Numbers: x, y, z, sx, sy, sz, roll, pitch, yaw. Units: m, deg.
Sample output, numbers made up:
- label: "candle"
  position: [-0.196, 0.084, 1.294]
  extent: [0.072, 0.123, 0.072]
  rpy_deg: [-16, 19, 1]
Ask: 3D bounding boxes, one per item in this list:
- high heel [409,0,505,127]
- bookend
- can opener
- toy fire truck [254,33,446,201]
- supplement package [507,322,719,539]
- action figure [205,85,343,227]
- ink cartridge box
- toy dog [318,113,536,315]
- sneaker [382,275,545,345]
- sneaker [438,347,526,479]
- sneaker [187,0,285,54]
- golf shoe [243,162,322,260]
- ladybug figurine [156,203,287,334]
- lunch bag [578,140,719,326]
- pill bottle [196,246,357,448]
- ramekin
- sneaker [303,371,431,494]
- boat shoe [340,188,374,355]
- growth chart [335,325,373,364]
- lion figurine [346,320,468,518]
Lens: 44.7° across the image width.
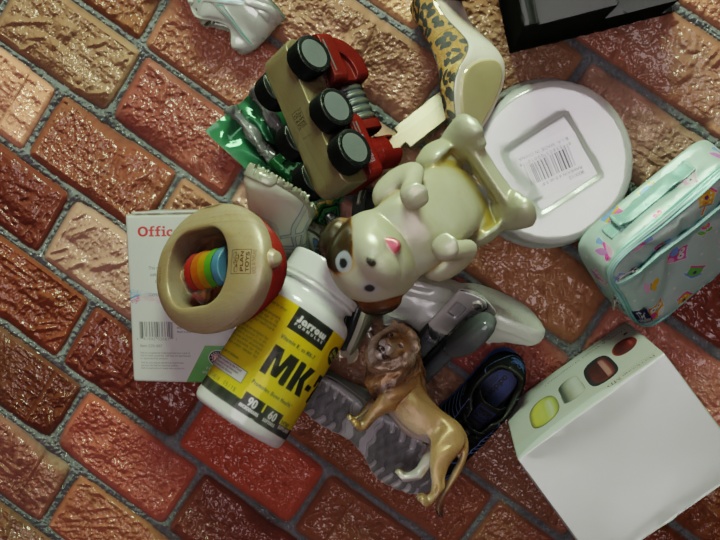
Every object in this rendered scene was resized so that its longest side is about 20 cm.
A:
- label: "high heel"
  position: [0.097, -0.236, 1.001]
  extent: [0.071, 0.142, 0.204]
  rpy_deg: [5, 94, -33]
- label: "bookend"
  position: [0.252, -0.314, 0.937]
  extent: [0.196, 0.200, 0.094]
  rpy_deg: [-12, 95, 8]
- label: "can opener"
  position: [0.087, 0.091, 1.019]
  extent: [0.052, 0.067, 0.200]
  rpy_deg: [32, 135, -7]
- label: "toy fire truck"
  position: [0.006, -0.192, 1.027]
  extent: [0.128, 0.199, 0.178]
  rpy_deg: [-31, 81, 45]
- label: "supplement package"
  position: [0.283, 0.184, 0.983]
  extent: [0.190, 0.200, 0.148]
  rpy_deg: [-37, 91, 8]
- label: "action figure"
  position: [-0.084, -0.128, 1.066]
  extent: [0.118, 0.055, 0.201]
  rpy_deg: [-38, 95, 5]
- label: "ink cartridge box"
  position: [-0.199, 0.027, 1.061]
  extent: [0.143, 0.087, 0.204]
  rpy_deg: [-1, 98, 10]
- label: "toy dog"
  position: [0.049, -0.049, 0.930]
  extent: [0.199, 0.193, 0.141]
  rpy_deg: [-38, 105, -23]
- label: "sneaker"
  position: [0.121, 0.064, 1.062]
  extent: [0.197, 0.075, 0.090]
  rpy_deg: [19, 110, 10]
- label: "sneaker"
  position: [0.130, 0.181, 1.060]
  extent: [0.070, 0.078, 0.201]
  rpy_deg: [34, 98, 0]
- label: "sneaker"
  position: [-0.186, -0.343, 1.045]
  extent: [0.200, 0.070, 0.080]
  rpy_deg: [43, 101, 0]
- label: "golf shoe"
  position: [-0.098, -0.041, 0.997]
  extent: [0.078, 0.201, 0.098]
  rpy_deg: [25, 71, 22]
- label: "ladybug figurine"
  position: [-0.144, 0.000, 0.938]
  extent: [0.198, 0.071, 0.138]
  rpy_deg: [-4, 80, 46]
- label: "lunch bag"
  position: [0.344, -0.037, 0.974]
  extent: [0.200, 0.160, 0.077]
  rpy_deg: [-41, 48, 5]
- label: "pill bottle"
  position: [-0.085, 0.083, 0.977]
  extent: [0.113, 0.114, 0.202]
  rpy_deg: [31, 81, 2]
- label: "ramekin"
  position: [0.217, -0.124, 1.011]
  extent: [0.197, 0.098, 0.204]
  rpy_deg: [1, 95, 6]
- label: "sneaker"
  position: [0.022, 0.186, 1.062]
  extent: [0.200, 0.082, 0.075]
  rpy_deg: [41, 109, 0]
- label: "boat shoe"
  position: [0.000, 0.000, 1.060]
  extent: [0.067, 0.072, 0.203]
  rpy_deg: [14, 90, 11]
- label: "growth chart"
  position: [-0.087, 0.066, 1.102]
  extent: [0.197, 0.018, 0.147]
  rpy_deg: [-17, 94, 7]
- label: "lion figurine"
  position: [0.064, 0.165, 0.985]
  extent: [0.122, 0.072, 0.200]
  rpy_deg: [-41, 89, -6]
